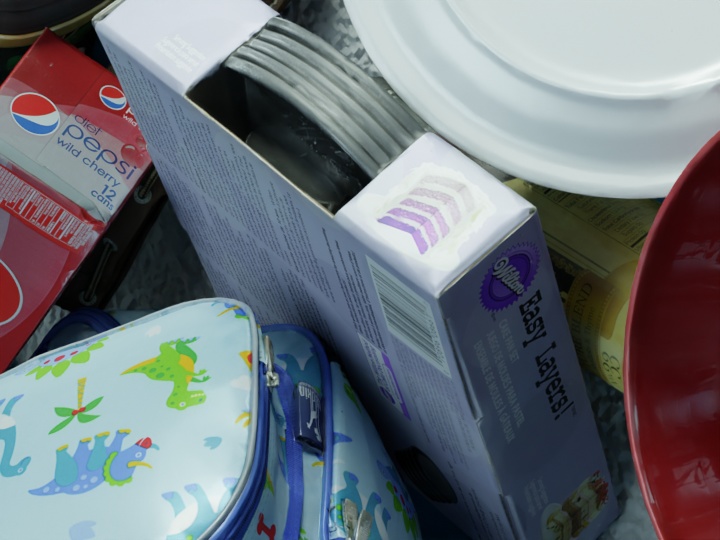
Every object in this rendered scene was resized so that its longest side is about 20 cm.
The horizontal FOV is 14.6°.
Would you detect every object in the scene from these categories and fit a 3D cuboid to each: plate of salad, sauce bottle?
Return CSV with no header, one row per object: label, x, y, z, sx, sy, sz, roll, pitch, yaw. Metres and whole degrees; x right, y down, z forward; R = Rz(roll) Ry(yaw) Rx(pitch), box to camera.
plate of salad,0.090,-0.117,0.927,0.200,0.048,0.200,-1,76,5
sauce bottle,0.065,-0.010,0.996,0.200,0.066,0.066,32,114,39

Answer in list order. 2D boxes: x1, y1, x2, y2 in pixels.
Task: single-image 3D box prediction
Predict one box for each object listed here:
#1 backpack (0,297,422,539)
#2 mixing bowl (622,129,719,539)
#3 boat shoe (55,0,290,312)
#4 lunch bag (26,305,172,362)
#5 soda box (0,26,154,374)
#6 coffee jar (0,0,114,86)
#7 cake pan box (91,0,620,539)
backpack,-0.074,0.121,0.946,0.183,0.147,0.200,-21,42,11
mixing bowl,0.187,0.036,0.848,0.200,0.108,0.200,11,106,46
boat shoe,-0.069,-0.058,1.125,0.075,0.075,0.202,43,120,-2
lunch bag,-0.081,0.121,1.131,0.161,0.082,0.200,-49,62,30
soda box,-0.147,-0.001,1.090,0.063,0.070,0.200,35,136,-6
coffee jar,-0.149,-0.114,1.115,0.104,0.085,0.200,57,157,11
cake pan box,0.000,0.000,0.986,0.184,0.052,0.200,37,161,35
